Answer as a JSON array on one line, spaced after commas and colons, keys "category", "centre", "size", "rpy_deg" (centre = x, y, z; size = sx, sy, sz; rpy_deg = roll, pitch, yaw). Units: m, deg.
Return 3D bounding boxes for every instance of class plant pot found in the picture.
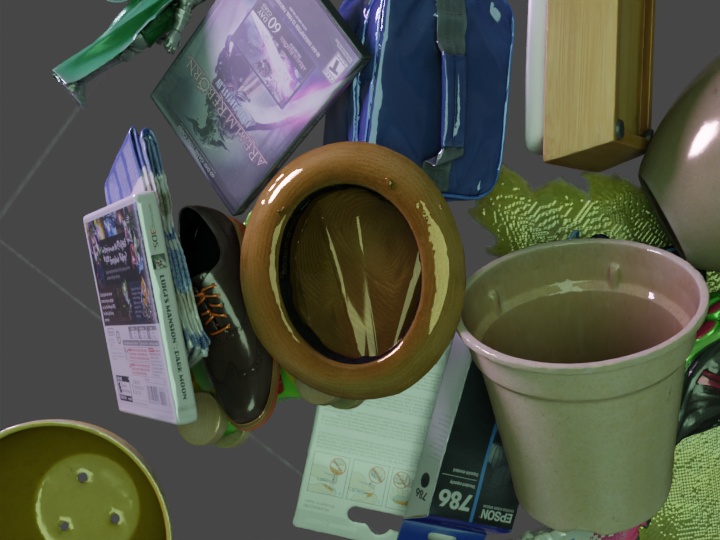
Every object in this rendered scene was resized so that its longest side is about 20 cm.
[{"category": "plant pot", "centre": [0.316, -0.075, 1.053], "size": [0.133, 0.200, 0.202], "rpy_deg": [-30, 92, 9]}, {"category": "plant pot", "centre": [0.182, 0.102, 1.003], "size": [0.197, 0.201, 0.186], "rpy_deg": [-9, 117, 0]}, {"category": "plant pot", "centre": [-0.253, 0.221, 1.081], "size": [0.197, 0.142, 0.203], "rpy_deg": [0, 91, -1]}]

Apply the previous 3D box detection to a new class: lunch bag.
[{"category": "lunch bag", "centre": [0.049, -0.145, 1.060], "size": [0.134, 0.132, 0.203], "rpy_deg": [3, 92, -18]}]

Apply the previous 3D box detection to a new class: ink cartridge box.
[{"category": "ink cartridge box", "centre": [0.035, 0.147, 1.132], "size": [0.160, 0.050, 0.203], "rpy_deg": [12, 97, -1]}, {"category": "ink cartridge box", "centre": [0.103, 0.160, 1.085], "size": [0.098, 0.039, 0.203], "rpy_deg": [15, 92, -30]}]

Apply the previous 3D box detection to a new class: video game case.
[{"category": "video game case", "centre": [-0.091, -0.166, 1.063], "size": [0.200, 0.019, 0.144], "rpy_deg": [-46, 72, 32]}, {"category": "video game case", "centre": [-0.190, 0.034, 1.053], "size": [0.023, 0.199, 0.185], "rpy_deg": [-12, 92, -24]}]

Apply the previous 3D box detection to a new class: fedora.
[{"category": "fedora", "centre": [0.000, 0.000, 0.995], "size": [0.197, 0.082, 0.204], "rpy_deg": [1, 92, 16]}]

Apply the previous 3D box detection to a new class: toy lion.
[{"category": "toy lion", "centre": [-0.081, 0.041, 1.099], "size": [0.198, 0.068, 0.194], "rpy_deg": [-21, 72, 21]}]

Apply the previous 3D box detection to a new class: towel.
[{"category": "towel", "centre": [-0.177, -0.006, 1.061], "size": [0.024, 0.147, 0.203], "rpy_deg": [-11, 77, -25]}]

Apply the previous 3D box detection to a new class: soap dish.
[{"category": "soap dish", "centre": [0.202, -0.189, 1.062], "size": [0.080, 0.157, 0.203], "rpy_deg": [2, 92, 27]}]

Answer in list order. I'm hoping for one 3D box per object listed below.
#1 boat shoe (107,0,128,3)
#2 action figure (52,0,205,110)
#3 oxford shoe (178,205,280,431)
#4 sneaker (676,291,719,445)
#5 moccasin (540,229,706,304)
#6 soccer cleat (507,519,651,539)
[{"category": "boat shoe", "centre": [-0.216, -0.344, 1.101], "size": [0.069, 0.066, 0.203], "rpy_deg": [8, 92, -1]}, {"category": "action figure", "centre": [-0.183, -0.222, 1.099], "size": [0.200, 0.118, 0.055], "rpy_deg": [-41, 114, -7]}, {"category": "oxford shoe", "centre": [-0.121, 0.038, 1.049], "size": [0.071, 0.072, 0.202], "rpy_deg": [-26, 63, 18]}, {"category": "sneaker", "centre": [0.307, 0.094, 1.123], "size": [0.084, 0.077, 0.200], "rpy_deg": [43, 93, -20]}, {"category": "moccasin", "centre": [0.214, 0.000, 1.117], "size": [0.197, 0.080, 0.069], "rpy_deg": [0, 87, -15]}, {"category": "soccer cleat", "centre": [0.175, 0.254, 1.107], "size": [0.200, 0.070, 0.086], "rpy_deg": [-41, 78, -16]}]
